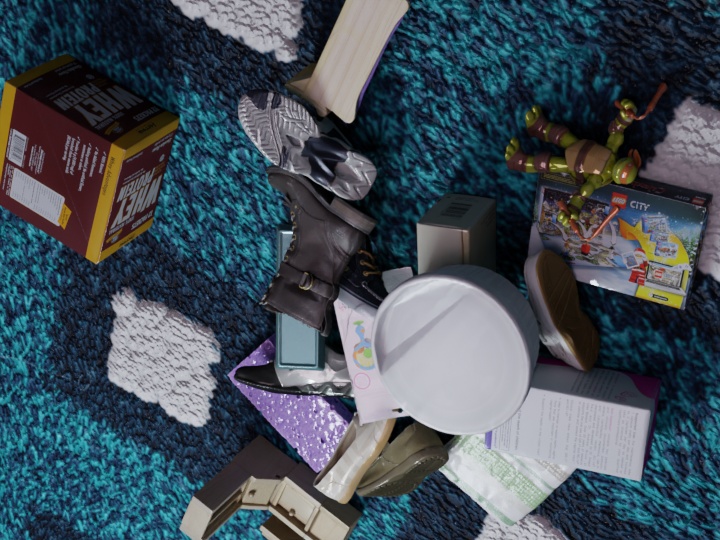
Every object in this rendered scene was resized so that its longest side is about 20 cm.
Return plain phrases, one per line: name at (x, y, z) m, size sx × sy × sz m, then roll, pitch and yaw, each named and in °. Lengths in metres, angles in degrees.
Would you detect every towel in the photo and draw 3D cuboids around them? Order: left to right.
towel at (0.208, 0.249, 1.688) m, size 0.149 × 0.031 × 0.200 m, roll 40°, pitch 125°, yaw 2°

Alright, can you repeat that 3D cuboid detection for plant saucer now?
plant saucer at (-0.083, 0.038, 1.686) m, size 0.070 × 0.019 × 0.201 m, roll 2°, pitch 96°, yaw 10°

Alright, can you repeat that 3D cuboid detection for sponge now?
sponge at (-0.094, 0.195, 1.818) m, size 0.200 × 0.030 × 0.112 m, roll 47°, pitch 126°, yaw 0°

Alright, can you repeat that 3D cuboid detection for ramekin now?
ramekin at (0.120, 0.084, 1.468) m, size 0.202 × 0.094 × 0.203 m, roll 10°, pitch 114°, yaw 22°

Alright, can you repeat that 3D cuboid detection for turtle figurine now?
turtle figurine at (0.257, -0.136, 1.412) m, size 0.161 × 0.064 × 0.201 m, roll 24°, pitch 86°, yaw 32°

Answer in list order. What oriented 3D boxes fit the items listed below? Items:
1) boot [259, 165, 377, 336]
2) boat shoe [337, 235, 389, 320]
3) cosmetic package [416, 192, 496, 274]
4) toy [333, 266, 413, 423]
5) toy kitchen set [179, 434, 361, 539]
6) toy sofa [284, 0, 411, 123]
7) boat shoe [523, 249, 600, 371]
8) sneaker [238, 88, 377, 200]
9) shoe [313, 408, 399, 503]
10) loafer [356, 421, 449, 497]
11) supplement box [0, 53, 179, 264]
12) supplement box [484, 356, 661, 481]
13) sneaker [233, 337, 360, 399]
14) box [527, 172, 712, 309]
boot at (-0.083, -0.028, 1.583) m, size 0.200 × 0.069 × 0.175 m, roll 33°, pitch 98°, yaw 34°
boat shoe at (0.000, 0.000, 1.605) m, size 0.200 × 0.071 × 0.091 m, roll 33°, pitch 93°, yaw 23°
cosmetic package at (0.123, 0.015, 1.559) m, size 0.073 × 0.104 × 0.201 m, roll 8°, pitch 120°, yaw 24°
toy at (0.037, 0.098, 1.677) m, size 0.115 × 0.047 × 0.201 m, roll -11°, pitch 101°, yaw 12°
toy kitchen set at (-0.144, 0.398, 1.858) m, size 0.200 × 0.180 × 0.163 m, roll 35°, pitch 128°, yaw 13°
toy sofa at (-0.003, -0.282, 1.483) m, size 0.097 × 0.083 × 0.200 m, roll 31°, pitch 126°, yaw 5°
boat shoe at (0.230, 0.051, 1.513) m, size 0.069 × 0.071 × 0.200 m, roll 8°, pitch 142°, yaw 38°
sneaker at (-0.079, -0.167, 1.551) m, size 0.199 × 0.130 × 0.080 m, roll 25°, pitch 97°, yaw -25°
shoe at (-0.001, 0.241, 1.740) m, size 0.053 × 0.070 × 0.200 m, roll 26°, pitch 108°, yaw -9°
loafer at (0.058, 0.270, 1.752) m, size 0.200 × 0.076 × 0.068 m, roll -39°, pitch 51°, yaw 47°
supplement box at (-0.389, -0.157, 1.727) m, size 0.200 × 0.133 × 0.198 m, roll 30°, pitch 125°, yaw 12°
supplement box at (0.266, 0.179, 1.551) m, size 0.199 × 0.101 × 0.104 m, roll 9°, pitch 110°, yaw 20°
sneaker at (-0.078, 0.133, 1.743) m, size 0.199 × 0.074 × 0.089 m, roll 2°, pitch 81°, yaw 9°
box at (0.303, -0.045, 1.468) m, size 0.199 × 0.038 × 0.137 m, roll 17°, pitch 122°, yaw 21°
